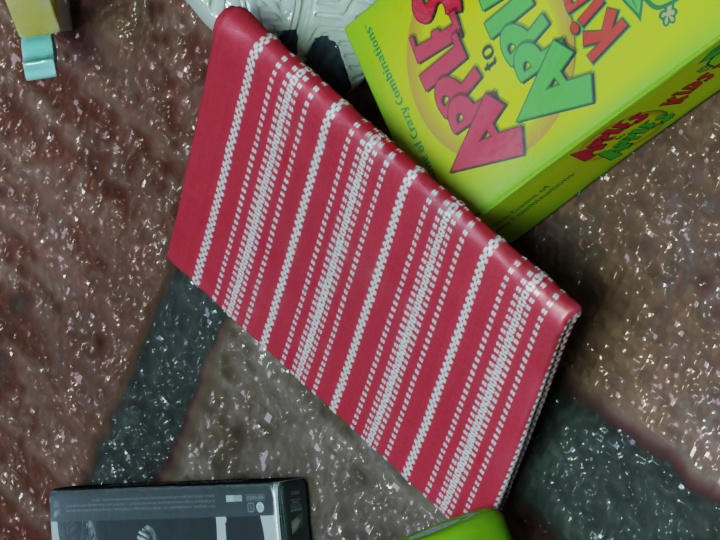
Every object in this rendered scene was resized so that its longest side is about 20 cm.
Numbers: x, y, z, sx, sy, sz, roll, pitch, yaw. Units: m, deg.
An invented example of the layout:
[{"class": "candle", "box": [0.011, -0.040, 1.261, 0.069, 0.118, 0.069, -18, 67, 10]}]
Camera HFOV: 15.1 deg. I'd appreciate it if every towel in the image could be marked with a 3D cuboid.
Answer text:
[{"class": "towel", "box": [0.000, 0.000, 1.091, 0.200, 0.022, 0.145, 42, 141, 23]}]

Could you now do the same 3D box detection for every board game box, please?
[{"class": "board game box", "box": [0.090, -0.102, 1.034, 0.200, 0.048, 0.102, -37, 69, 37]}]

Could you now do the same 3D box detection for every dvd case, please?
[{"class": "dvd case", "box": [-0.076, 0.195, 1.214, 0.150, 0.025, 0.201, -6, 89, 42]}]

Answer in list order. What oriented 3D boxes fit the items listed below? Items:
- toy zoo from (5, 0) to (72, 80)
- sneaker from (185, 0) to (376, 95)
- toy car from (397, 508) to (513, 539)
[{"class": "toy zoo", "box": [-0.153, -0.184, 1.206, 0.020, 0.131, 0.201, -9, 84, -1]}, {"class": "sneaker", "box": [-0.073, -0.151, 1.167, 0.199, 0.130, 0.080, 41, 82, -5]}, {"class": "toy car", "box": [0.101, 0.159, 0.984, 0.199, 0.158, 0.165, -22, 90, 28]}]
